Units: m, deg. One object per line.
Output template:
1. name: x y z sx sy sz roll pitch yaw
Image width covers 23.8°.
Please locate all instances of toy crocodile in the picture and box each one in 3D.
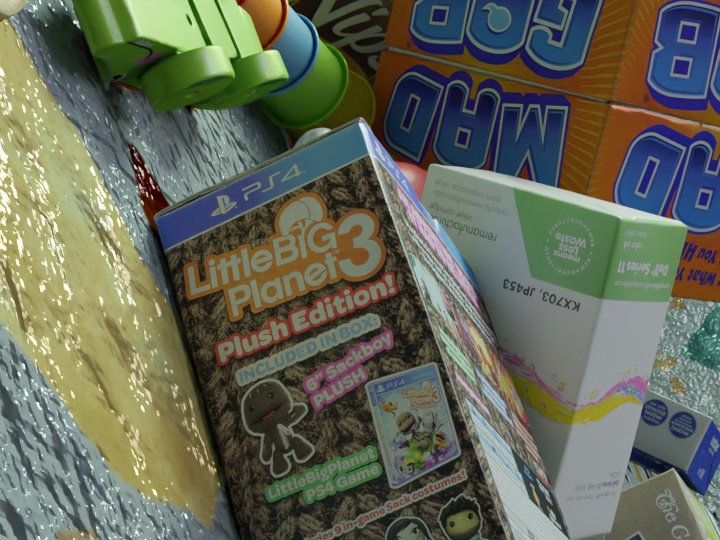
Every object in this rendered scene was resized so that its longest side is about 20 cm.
1. toy crocodile: -0.082 -0.102 0.756 0.068 0.062 0.200 67 15 2

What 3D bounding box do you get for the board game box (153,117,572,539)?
1. board game box: 0.011 0.069 0.709 0.159 0.097 0.200 49 20 -59

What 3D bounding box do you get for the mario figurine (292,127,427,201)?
1. mario figurine: 0.000 0.000 0.949 0.123 0.106 0.200 31 -11 15

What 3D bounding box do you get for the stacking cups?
1. stacking cups: -0.055 -0.125 0.950 0.200 0.060 0.061 39 28 -60

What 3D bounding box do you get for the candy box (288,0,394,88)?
1. candy box: 0.005 -0.154 1.132 0.200 0.115 0.055 55 14 -48

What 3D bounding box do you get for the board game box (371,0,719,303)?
1. board game box: 0.148 -0.104 1.041 0.200 0.200 0.200 8 9 -40

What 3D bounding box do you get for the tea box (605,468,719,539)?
1. tea box: 0.207 0.264 1.165 0.200 0.133 0.197 70 10 23

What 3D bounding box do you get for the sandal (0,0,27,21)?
1. sandal: -0.116 -0.149 0.634 0.078 0.070 0.212 61 11 -27

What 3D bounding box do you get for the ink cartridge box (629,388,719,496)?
1. ink cartridge box: 0.154 0.091 1.204 0.200 0.044 0.094 24 -8 23

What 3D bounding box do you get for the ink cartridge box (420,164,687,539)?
1. ink cartridge box: 0.073 0.059 0.838 0.067 0.117 0.200 2 102 -52
